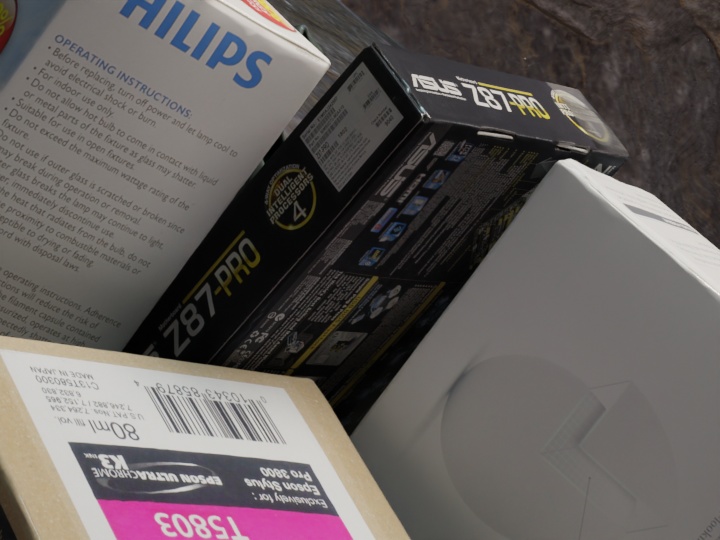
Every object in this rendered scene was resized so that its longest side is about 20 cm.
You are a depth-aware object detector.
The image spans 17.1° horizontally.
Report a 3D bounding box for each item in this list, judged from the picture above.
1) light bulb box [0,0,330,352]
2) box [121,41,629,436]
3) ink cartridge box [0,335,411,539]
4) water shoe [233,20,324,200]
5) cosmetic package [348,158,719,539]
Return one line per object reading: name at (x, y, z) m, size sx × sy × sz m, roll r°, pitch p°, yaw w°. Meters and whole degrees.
light bulb box at (-0.151, -0.071, 0.969) m, size 0.125 × 0.200 × 0.198 m, roll 28°, pitch 13°, yaw -42°
box at (0.000, 0.000, 0.995) m, size 0.161 × 0.200 × 0.049 m, roll 6°, pitch 41°, yaw -52°
ink cartridge box at (-0.067, 0.112, 0.877) m, size 0.199 × 0.075 × 0.165 m, roll 10°, pitch 37°, yaw -47°
water shoe at (-0.063, -0.014, 1.036) m, size 0.078 × 0.201 × 0.071 m, roll 11°, pitch 12°, yaw 10°
cosmetic package at (0.115, 0.098, 0.986) m, size 0.200 × 0.200 × 0.123 m, roll 43°, pitch 13°, yaw 23°
